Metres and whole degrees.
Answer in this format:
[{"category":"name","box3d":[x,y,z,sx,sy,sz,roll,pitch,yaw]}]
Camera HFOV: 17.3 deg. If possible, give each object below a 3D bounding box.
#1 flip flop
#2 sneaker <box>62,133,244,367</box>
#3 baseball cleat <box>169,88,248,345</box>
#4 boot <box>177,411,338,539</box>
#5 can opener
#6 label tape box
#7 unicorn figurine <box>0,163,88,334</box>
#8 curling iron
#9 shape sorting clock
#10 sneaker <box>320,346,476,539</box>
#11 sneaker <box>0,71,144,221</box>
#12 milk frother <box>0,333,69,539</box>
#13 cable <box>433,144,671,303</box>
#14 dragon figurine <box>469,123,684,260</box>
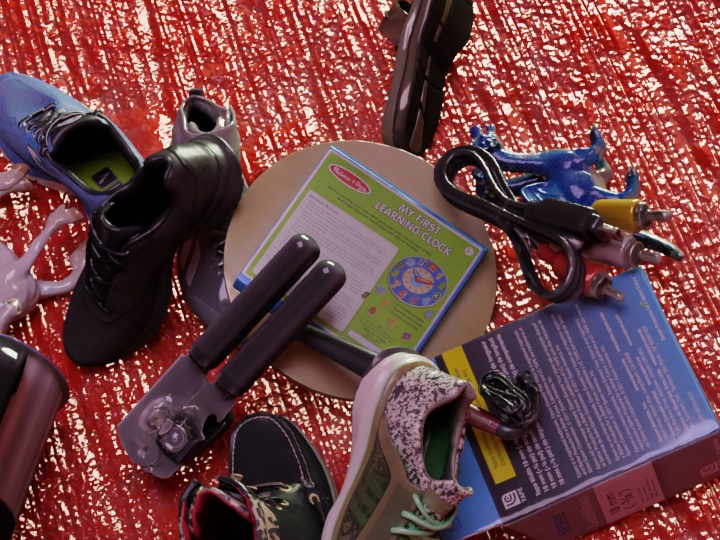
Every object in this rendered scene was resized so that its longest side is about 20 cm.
[{"category":"flip flop","box3d":[0.040,-0.173,1.822,0.057,0.081,0.201,0,60,27]},{"category":"sneaker","box3d":[-0.167,-0.015,1.683,0.076,0.091,0.200,40,113,23]},{"category":"baseball cleat","box3d":[-0.108,-0.044,1.729,0.069,0.107,0.201,-13,56,-13]},{"category":"boot","box3d":[-0.068,0.157,1.549,0.073,0.154,0.204,-20,55,11]},{"category":"can opener","box3d":[-0.088,0.062,1.641,0.053,0.067,0.200,44,94,13]},{"category":"label tape box","box3d":[0.132,0.104,1.608,0.199,0.063,0.145,-23,55,3]},{"category":"unicorn figurine","box3d":[-0.269,-0.004,1.760,0.137,0.074,0.200,-42,43,-17]},{"category":"curling iron","box3d":[0.038,0.071,1.606,0.199,0.026,0.050,16,47,30]},{"category":"shape sorting clock","box3d":[0.000,0.000,1.698,0.199,0.039,0.201,2,71,-7]},{"category":"sneaker","box3d":[0.032,0.151,1.520,0.088,0.077,0.201,5,87,54]},{"category":"sneaker","box3d":[-0.216,-0.099,1.797,0.078,0.089,0.200,-41,58,-19]},{"category":"milk frother","box3d":[-0.233,0.156,1.612,0.200,0.180,0.189,31,56,-22]},{"category":"cable","box3d":[0.121,-0.026,1.656,0.200,0.050,0.097,20,71,46]},{"category":"dragon figurine","box3d":[0.152,-0.042,1.712,0.099,0.059,0.200,-28,52,-9]}]
